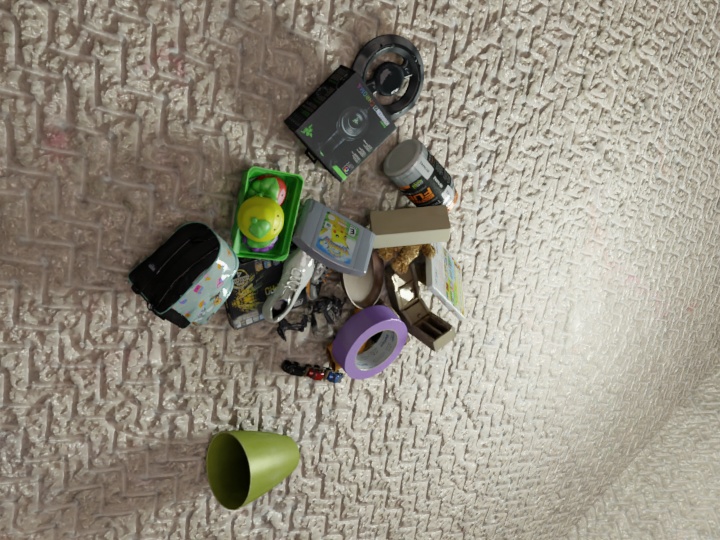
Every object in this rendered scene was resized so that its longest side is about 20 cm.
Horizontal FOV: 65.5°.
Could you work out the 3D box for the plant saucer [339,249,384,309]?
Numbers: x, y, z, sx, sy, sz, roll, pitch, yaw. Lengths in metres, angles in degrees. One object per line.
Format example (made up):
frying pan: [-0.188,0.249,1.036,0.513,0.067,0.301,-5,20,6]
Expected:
plant saucer: [0.000,0.000,1.450,0.200,0.032,0.201,6,83,-57]

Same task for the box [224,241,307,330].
box: [-0.233,0.035,1.348,0.199,0.049,0.162,-19,120,-28]

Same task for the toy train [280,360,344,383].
toy train: [-0.123,0.277,1.515,0.199,0.046,0.034,18,98,-36]

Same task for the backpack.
backpack: [-0.356,0.005,1.183,0.200,0.176,0.153,-52,143,-3]

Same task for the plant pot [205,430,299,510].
plant pot: [-0.262,0.493,1.447,0.200,0.187,0.188,2,108,-49]

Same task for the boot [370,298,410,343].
boot: [0.068,0.168,1.579,0.097,0.075,0.200,-43,127,-15]

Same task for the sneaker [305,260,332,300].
sneaker: [-0.091,-0.020,1.388,0.077,0.078,0.201,12,103,-9]

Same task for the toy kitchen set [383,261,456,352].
toy kitchen set: [0.195,0.072,1.556,0.163,0.180,0.201,-31,126,-20]

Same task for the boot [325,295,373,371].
boot: [-0.030,0.175,1.516,0.144,0.071,0.202,-23,126,-31]

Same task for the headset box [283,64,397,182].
headset box: [-0.050,-0.329,1.282,0.200,0.093,0.174,-43,126,1]

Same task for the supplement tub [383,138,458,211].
supplement tub: [0.162,-0.235,1.452,0.200,0.122,0.123,38,86,-36]

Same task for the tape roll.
tape roll: [0.026,0.191,1.475,0.200,0.066,0.201,-23,137,-24]

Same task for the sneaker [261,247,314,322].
sneaker: [-0.161,0.039,1.306,0.074,0.087,0.201,25,90,-14]

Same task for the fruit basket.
fruit basket: [-0.204,-0.118,1.214,0.155,0.215,0.216,5,105,-34]

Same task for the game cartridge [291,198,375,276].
game cartridge: [-0.061,-0.071,1.328,0.200,0.040,0.134,27,62,-21]

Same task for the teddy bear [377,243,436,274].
teddy bear: [0.135,-0.082,1.502,0.200,0.145,0.067,-28,162,-15]

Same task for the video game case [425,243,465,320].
video game case: [0.237,0.015,1.577,0.023,0.201,0.182,-24,133,29]

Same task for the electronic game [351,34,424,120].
electronic game: [0.066,-0.462,1.350,0.199,0.042,0.201,-13,121,-22]

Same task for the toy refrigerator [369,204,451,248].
toy refrigerator: [0.126,-0.111,1.444,0.199,0.076,0.070,-6,151,-1]

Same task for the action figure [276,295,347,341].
action figure: [-0.112,0.127,1.425,0.199,0.119,0.102,-20,84,-19]
